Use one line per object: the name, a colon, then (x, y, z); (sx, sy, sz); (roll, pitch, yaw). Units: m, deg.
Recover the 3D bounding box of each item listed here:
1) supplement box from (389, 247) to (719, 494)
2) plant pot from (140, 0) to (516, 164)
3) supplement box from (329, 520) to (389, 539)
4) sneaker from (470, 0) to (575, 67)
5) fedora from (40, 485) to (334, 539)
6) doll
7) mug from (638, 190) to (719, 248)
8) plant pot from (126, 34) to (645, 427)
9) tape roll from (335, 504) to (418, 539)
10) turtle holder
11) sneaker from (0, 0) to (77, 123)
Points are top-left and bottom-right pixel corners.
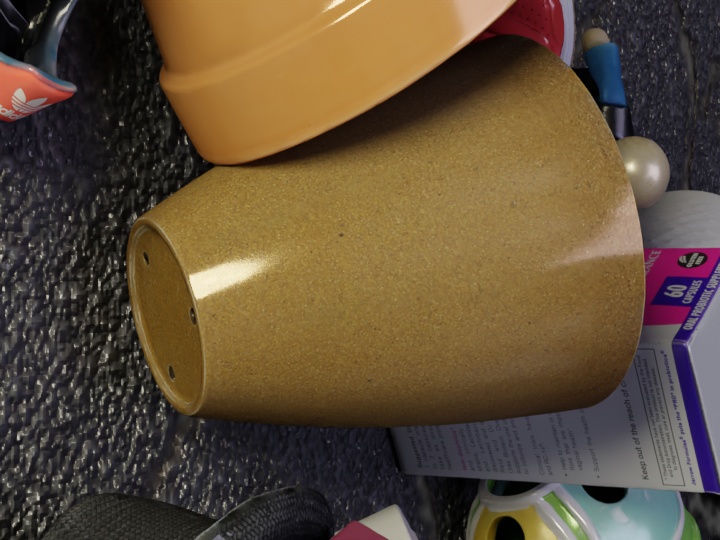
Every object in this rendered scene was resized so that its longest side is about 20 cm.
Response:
supplement box: (0.117, 0.054, 1.081); (0.101, 0.199, 0.104); (-51, 131, -48)
plant pot: (-0.027, -0.163, 0.858); (0.140, 0.200, 0.200); (57, 41, -20)
supplement box: (-0.024, 0.221, 0.793); (0.110, 0.085, 0.201); (-32, 148, -53)
sneaker: (0.052, -0.081, 1.043); (0.112, 0.071, 0.201); (-32, 145, -52)
fedora: (-0.093, 0.153, 0.798); (0.201, 0.091, 0.201); (-49, 158, -27)
doll: (0.122, -0.075, 1.101); (0.048, 0.200, 0.137); (-5, 108, -21)
mug: (0.188, 0.024, 1.262); (0.200, 0.148, 0.175); (46, 28, 0)
plant pot: (0.000, 0.000, 0.888); (0.199, 0.186, 0.187); (-15, 106, -25)
tape roll: (0.031, 0.221, 0.950); (0.202, 0.071, 0.203); (155, -90, -89)
turtle holder: (0.120, 0.178, 1.173); (0.185, 0.141, 0.132); (-38, 113, -16)
sneaker: (-0.135, -0.155, 0.758); (0.075, 0.084, 0.201); (9, 82, -59)
